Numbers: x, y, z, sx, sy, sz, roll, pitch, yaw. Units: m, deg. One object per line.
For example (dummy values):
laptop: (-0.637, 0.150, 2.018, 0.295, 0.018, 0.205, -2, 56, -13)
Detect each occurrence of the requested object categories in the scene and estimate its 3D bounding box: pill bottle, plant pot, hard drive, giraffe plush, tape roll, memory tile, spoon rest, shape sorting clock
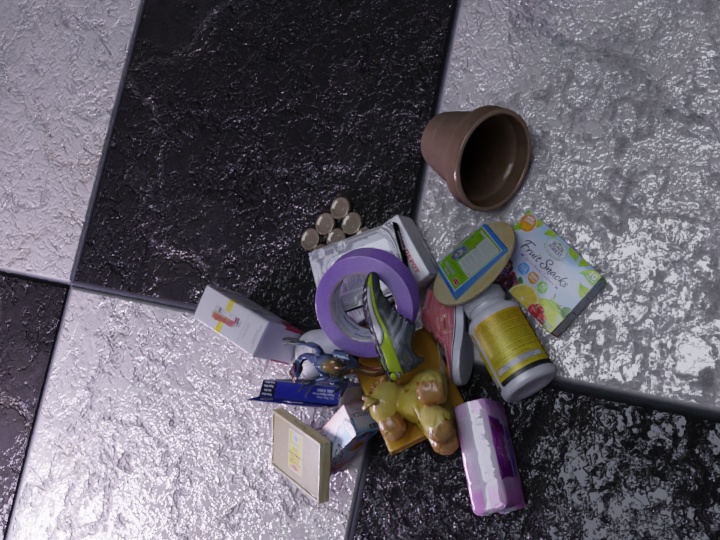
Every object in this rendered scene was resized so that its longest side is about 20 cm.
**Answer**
pill bottle: (0.272, 0.132, 1.582, 0.111, 0.112, 0.203, -34, 64, 17)
plant pot: (0.214, -0.239, 1.685, 0.174, 0.198, 0.203, 33, 94, 50)
hard drive: (0.000, 0.000, 1.701, 0.196, 0.038, 0.143, -18, 81, 22)
giraffe plush: (0.087, 0.251, 1.569, 0.158, 0.173, 0.204, -15, 56, 9)
tape roll: (0.013, 0.062, 1.640, 0.195, 0.066, 0.205, 5, 108, 16)
memory tile: (-0.038, -0.050, 1.861, 0.153, 0.017, 0.201, -45, 61, 13)
spoon rest: (-0.071, 0.157, 1.803, 0.199, 0.060, 0.101, -36, 61, 38)
shape sorting clock: (0.220, -0.012, 1.634, 0.198, 0.039, 0.201, -35, 25, 19)

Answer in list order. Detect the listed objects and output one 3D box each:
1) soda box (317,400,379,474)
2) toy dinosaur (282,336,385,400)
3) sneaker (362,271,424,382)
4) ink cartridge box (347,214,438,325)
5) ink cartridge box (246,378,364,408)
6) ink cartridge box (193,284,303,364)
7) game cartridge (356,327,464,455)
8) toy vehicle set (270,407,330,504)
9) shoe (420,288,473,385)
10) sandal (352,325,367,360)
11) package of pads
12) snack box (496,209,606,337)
soda box: (-0.041, 0.339, 1.688, 0.201, 0.062, 0.069, -53, 53, 42)
toy dinosaur: (-0.063, 0.195, 1.642, 0.181, 0.196, 0.108, -169, 89, -69)
sneaker: (0.056, 0.098, 1.560, 0.079, 0.074, 0.204, -16, 83, -11)
ink cartridge box: (0.046, 0.000, 1.748, 0.198, 0.084, 0.147, -34, 75, 18)
ink cartridge box: (-0.098, 0.246, 1.712, 0.195, 0.199, 0.042, 1, 86, 28)
ink cartridge box: (-0.247, 0.119, 1.862, 0.198, 0.144, 0.085, 28, 93, 32)
game cartridge: (0.097, 0.235, 1.670, 0.173, 0.033, 0.203, -24, 63, -3)
toy vehicle set: (-0.125, 0.375, 1.731, 0.199, 0.026, 0.128, 21, 112, 53)
shoe: (0.170, 0.128, 1.670, 0.089, 0.071, 0.205, -7, 69, 29)
sandal: (0.010, 0.146, 1.750, 0.199, 0.080, 0.055, -36, 63, 22)
package of pads: (0.235, 0.341, 1.546, 0.074, 0.120, 0.205, -18, 70, 23)
snack box: (0.347, 0.004, 1.606, 0.143, 0.053, 0.200, -48, 58, 10)
